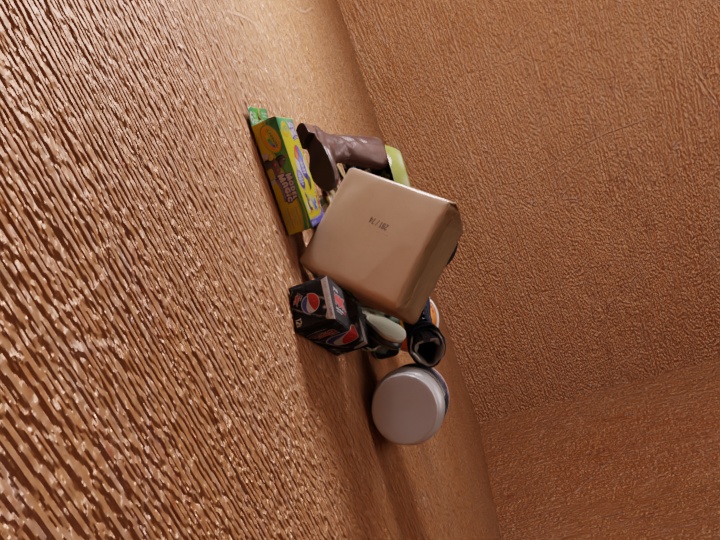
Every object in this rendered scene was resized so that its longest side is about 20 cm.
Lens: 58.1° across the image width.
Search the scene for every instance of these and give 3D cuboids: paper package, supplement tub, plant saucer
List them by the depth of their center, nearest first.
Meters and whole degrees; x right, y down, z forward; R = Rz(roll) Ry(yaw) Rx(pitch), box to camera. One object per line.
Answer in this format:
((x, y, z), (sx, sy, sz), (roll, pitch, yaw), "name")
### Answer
((0.035, -0.039, 1.033), (0.193, 0.197, 0.104), (-61, 150, -11), "paper package")
((0.098, 0.255, 1.248), (0.200, 0.138, 0.143), (19, 55, -77), "supplement tub")
((0.093, -0.169, 1.366), (0.200, 0.030, 0.204), (-16, 91, -84), "plant saucer")

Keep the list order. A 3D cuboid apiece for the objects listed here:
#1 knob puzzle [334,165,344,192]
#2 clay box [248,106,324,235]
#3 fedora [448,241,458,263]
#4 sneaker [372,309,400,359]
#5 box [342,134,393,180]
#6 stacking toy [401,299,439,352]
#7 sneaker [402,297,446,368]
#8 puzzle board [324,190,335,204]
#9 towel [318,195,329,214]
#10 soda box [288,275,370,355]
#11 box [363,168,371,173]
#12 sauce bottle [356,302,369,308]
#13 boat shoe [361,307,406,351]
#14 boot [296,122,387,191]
((-0.049, -0.180, 1.450), (0.220, 0.030, 0.223), (-24, 91, -81), "knob puzzle")
((-0.116, -0.166, 1.033), (0.115, 0.047, 0.204), (-61, 134, -77), "clay box")
((0.084, -0.061, 1.237), (0.092, 0.196, 0.204), (112, -28, -55), "fedora")
((0.033, 0.086, 1.358), (0.201, 0.076, 0.142), (86, -9, -59), "sneaker")
((0.026, -0.190, 1.468), (0.159, 0.046, 0.202), (43, -18, 42), "box")
((0.091, 0.108, 1.524), (0.199, 0.144, 0.149), (27, 45, -61), "stacking toy")
((0.113, 0.089, 1.262), (0.146, 0.075, 0.207), (-82, 157, -87), "sneaker")
((-0.005, -0.068, 1.214), (0.201, 0.017, 0.151), (51, 8, -23), "puzzle board")
((-0.016, -0.051, 1.238), (0.202, 0.030, 0.149), (54, 7, 3), "towel")
((-0.043, 0.075, 0.995), (0.200, 0.062, 0.072), (47, 28, -67), "soda box")
((0.034, -0.102, 1.351), (0.202, 0.081, 0.069), (59, 13, -16), "box")
((0.000, 0.000, 1.342), (0.202, 0.063, 0.065), (-95, 164, -49), "sauce bottle")
((0.025, 0.113, 1.135), (0.200, 0.070, 0.069), (-158, -97, -70), "boat shoe")
((-0.012, -0.211, 1.256), (0.197, 0.065, 0.188), (6, 45, -37), "boot")
